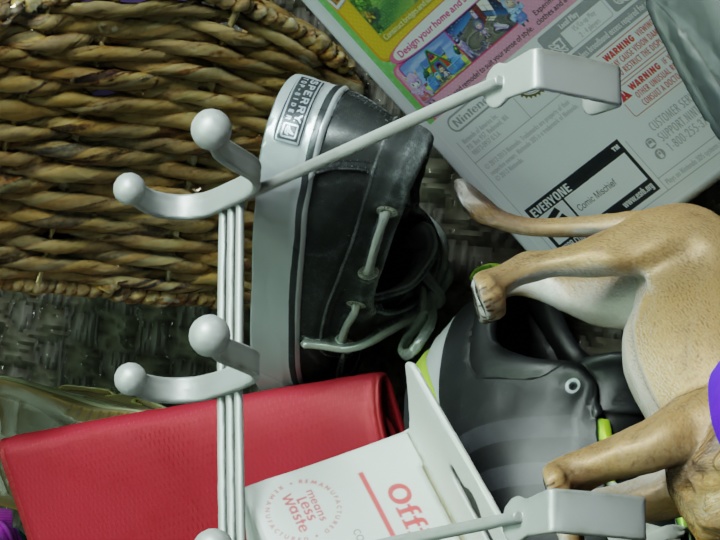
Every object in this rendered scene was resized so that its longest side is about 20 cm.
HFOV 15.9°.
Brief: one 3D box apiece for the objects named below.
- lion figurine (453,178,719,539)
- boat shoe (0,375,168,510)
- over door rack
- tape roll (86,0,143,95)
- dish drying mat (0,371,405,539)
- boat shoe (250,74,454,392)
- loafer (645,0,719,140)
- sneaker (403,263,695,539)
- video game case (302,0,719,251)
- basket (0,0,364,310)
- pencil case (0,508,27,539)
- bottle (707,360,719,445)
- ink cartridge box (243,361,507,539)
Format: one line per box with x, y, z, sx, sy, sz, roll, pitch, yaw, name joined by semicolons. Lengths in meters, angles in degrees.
0.108;0.028;0.834;0.073;0.122;0.200;72;180;-54;lion figurine
-0.087;0.088;1.104;0.200;0.066;0.074;23;105;31;boat shoe
-0.009;0.020;0.808;0.200;0.066;0.148;-14;71;42;over door rack
-0.151;-0.179;1.216;0.200;0.085;0.201;-10;78;53;tape roll
-0.060;0.089;1.026;0.199;0.018;0.077;-12;99;38;dish drying mat
0.001;-0.002;0.970;0.200;0.068;0.074;94;-165;-56;boat shoe
0.104;-0.131;0.757;0.072;0.073;0.200;-33;84;31;loafer
0.076;0.067;0.888;0.200;0.072;0.083;51;122;43;sneaker
0.074;-0.109;0.864;0.182;0.022;0.200;48;132;-4;video game case
-0.120;-0.078;1.062;0.149;0.199;0.143;39;117;49;basket
-0.130;0.171;1.137;0.200;0.085;0.093;14;95;54;pencil case
0.177;0.006;0.645;0.200;0.083;0.065;-38;66;46;bottle
0.010;0.140;0.893;0.200;0.068;0.115;89;158;-49;ink cartridge box
